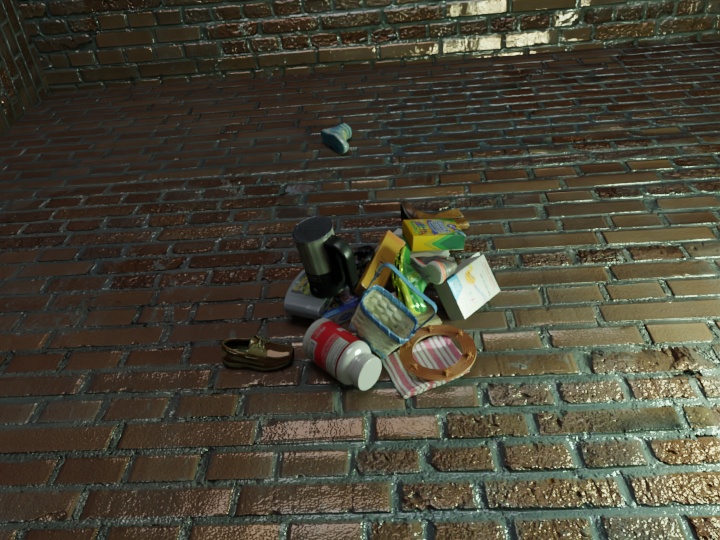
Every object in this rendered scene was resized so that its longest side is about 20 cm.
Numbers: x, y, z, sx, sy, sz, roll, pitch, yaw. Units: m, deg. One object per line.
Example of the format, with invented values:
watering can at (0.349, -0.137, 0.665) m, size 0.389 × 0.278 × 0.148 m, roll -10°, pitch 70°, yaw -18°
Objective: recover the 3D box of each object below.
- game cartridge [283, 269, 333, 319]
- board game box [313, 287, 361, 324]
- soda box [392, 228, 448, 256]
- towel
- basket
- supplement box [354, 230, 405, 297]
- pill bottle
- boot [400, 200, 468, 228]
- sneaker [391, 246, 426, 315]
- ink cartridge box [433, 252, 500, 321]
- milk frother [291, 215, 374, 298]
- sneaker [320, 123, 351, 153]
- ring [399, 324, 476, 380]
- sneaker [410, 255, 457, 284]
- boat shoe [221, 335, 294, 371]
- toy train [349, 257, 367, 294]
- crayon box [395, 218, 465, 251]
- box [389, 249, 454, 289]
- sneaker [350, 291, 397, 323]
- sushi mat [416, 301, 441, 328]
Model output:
game cartridge at (-0.133, 0.053, 1.726) m, size 0.129 × 0.042 × 0.202 m, roll 5°, pitch 39°, yaw 23°
board game box at (-0.069, 0.069, 1.759) m, size 0.195 × 0.042 × 0.200 m, roll -22°, pitch 39°, yaw -20°
soda box at (0.176, -0.061, 1.876) m, size 0.196 × 0.065 × 0.068 m, roll 23°, pitch 45°, yaw 34°
towel at (0.161, 0.230, 1.521) m, size 0.194 × 0.031 × 0.147 m, roll -19°, pitch 38°, yaw -15°
basket at (0.072, 0.100, 1.511) m, size 0.176 × 0.201 × 0.139 m, roll 42°, pitch 36°, yaw 1°
supplement box at (0.054, -0.010, 1.708) m, size 0.066 × 0.069 × 0.203 m, roll 33°, pitch 57°, yaw -8°
pill bottle at (-0.045, 0.210, 1.509) m, size 0.111 × 0.115 × 0.197 m, roll -33°, pitch 45°, yaw -32°
boot at (0.241, -0.188, 2.032) m, size 0.194 × 0.070 × 0.190 m, roll -15°, pitch 37°, yaw -13°
sneaker at (0.133, 0.032, 1.642) m, size 0.081 × 0.074 × 0.206 m, roll 5°, pitch 59°, yaw -23°
ink cartridge box at (0.306, 0.037, 1.672) m, size 0.198 × 0.118 × 0.067 m, roll -33°, pitch 8°, yaw -31°
milk frother at (-0.067, -0.062, 1.658) m, size 0.175 × 0.192 × 0.203 m, roll 2°, pitch 41°, yaw 21°
sneaker at (-0.073, -0.568, 2.574) m, size 0.128 × 0.081 × 0.200 m, roll -25°, pitch 41°, yaw -21°
ring at (0.192, 0.198, 1.522) m, size 0.193 × 0.020 × 0.203 m, roll -7°, pitch 33°, yaw 4°
sneaker at (0.201, -0.005, 1.661) m, size 0.080 × 0.079 × 0.199 m, roll -21°, pitch 15°, yaw -19°
boat shoe at (-0.270, 0.210, 1.574) m, size 0.193 × 0.076 × 0.077 m, roll -3°, pitch 36°, yaw 5°
toy train at (0.000, 0.000, 1.780) m, size 0.044 × 0.035 × 0.202 m, roll -7°, pitch 35°, yaw 19°
crayon box at (0.204, -0.108, 1.831) m, size 0.193 × 0.053 × 0.127 m, roll -3°, pitch 28°, yaw -11°
box at (0.177, -0.006, 1.790) m, size 0.194 × 0.084 × 0.069 m, roll 10°, pitch 40°, yaw 24°
sneaker at (0.060, 0.118, 1.630) m, size 0.196 × 0.074 × 0.077 m, roll -26°, pitch 49°, yaw -20°
sushi mat at (0.119, 0.142, 1.658) m, size 0.194 × 0.012 × 0.096 m, roll -18°, pitch 37°, yaw -14°
